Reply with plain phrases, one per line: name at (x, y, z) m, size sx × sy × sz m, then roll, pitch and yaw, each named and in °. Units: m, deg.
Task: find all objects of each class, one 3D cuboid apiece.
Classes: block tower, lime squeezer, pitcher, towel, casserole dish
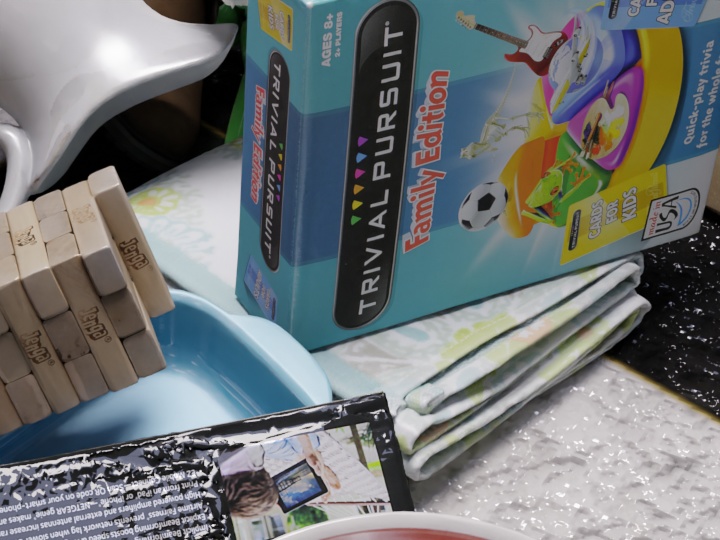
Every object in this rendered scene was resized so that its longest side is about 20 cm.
block tower at (-0.160, 0.034, 0.578) m, size 0.199 × 0.054 × 0.058 m, roll -23°, pitch 31°, yaw -5°
lime squeezer at (-0.077, -0.110, 0.894) m, size 0.071 × 0.038 × 0.200 m, roll -39°, pitch 48°, yaw 0°
pitcher at (-0.176, -0.115, 0.724) m, size 0.172 × 0.121 × 0.200 m, roll -43°, pitch 95°, yaw -10°
towel at (0.000, 0.000, 0.745) m, size 0.200 × 0.048 × 0.171 m, roll 32°, pitch 44°, yaw 31°
casserole dish at (-0.093, 0.090, 0.598) m, size 0.200 × 0.039 × 0.121 m, roll -37°, pitch 69°, yaw -26°

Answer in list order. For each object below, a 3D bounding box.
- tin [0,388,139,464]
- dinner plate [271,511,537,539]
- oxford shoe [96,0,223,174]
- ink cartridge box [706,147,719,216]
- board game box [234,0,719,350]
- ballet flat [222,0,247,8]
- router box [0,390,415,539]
tin at (-0.174, 0.054, 0.670) m, size 0.199 × 0.042 × 0.112 m, roll -14°, pitch 38°, yaw -20°
dinner plate at (0.014, 0.168, 0.485) m, size 0.199 × 0.024 × 0.201 m, roll 4°, pitch 70°, yaw -12°
oxford shoe at (-0.097, -0.132, 0.835) m, size 0.073 × 0.084 × 0.201 m, roll 29°, pitch 38°, yaw -39°
ink cartridge box at (0.151, -0.136, 0.828) m, size 0.075 × 0.165 × 0.200 m, roll -25°, pitch 47°, yaw -34°
board game box at (0.053, -0.063, 0.669) m, size 0.199 × 0.152 × 0.047 m, roll -16°, pitch 42°, yaw -26°
ballet flat at (-0.040, -0.158, 0.766) m, size 0.071 × 0.072 × 0.200 m, roll -4°, pitch 32°, yaw -9°
router box at (-0.072, 0.129, 0.522) m, size 0.199 × 0.051 × 0.150 m, roll -9°, pitch 70°, yaw -15°
